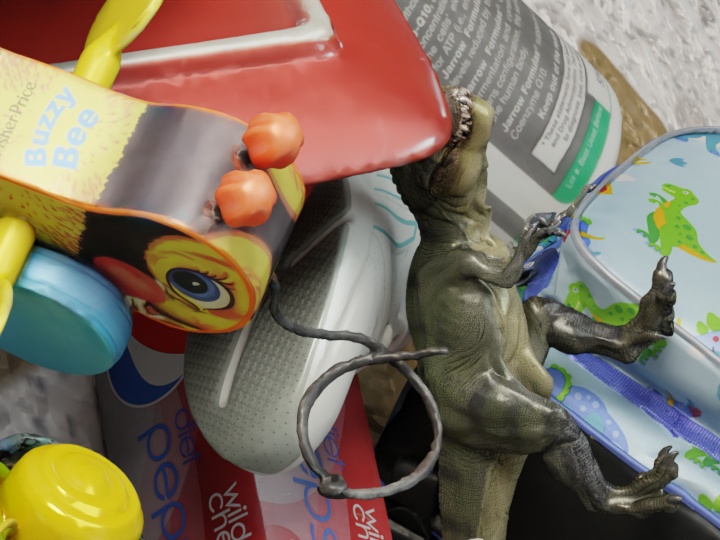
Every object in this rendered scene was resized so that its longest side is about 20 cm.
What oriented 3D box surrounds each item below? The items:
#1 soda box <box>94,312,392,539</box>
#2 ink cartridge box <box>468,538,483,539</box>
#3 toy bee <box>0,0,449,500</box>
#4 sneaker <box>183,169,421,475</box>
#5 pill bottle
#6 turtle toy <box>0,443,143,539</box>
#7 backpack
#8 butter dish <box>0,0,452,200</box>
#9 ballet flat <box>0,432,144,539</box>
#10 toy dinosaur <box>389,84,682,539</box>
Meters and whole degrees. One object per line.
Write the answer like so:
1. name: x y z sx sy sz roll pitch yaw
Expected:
1. soda box: -0.040 0.058 0.935 0.070 0.063 0.201 21 47 -46
2. ink cartridge box: 0.038 0.201 0.836 0.200 0.144 0.084 49 25 -15
3. toy bee: -0.057 -0.025 0.716 0.199 0.109 0.131 7 66 -16
4. sneaker: 0.000 0.000 0.914 0.080 0.070 0.201 46 34 -23
5. pill bottle: -0.003 -0.085 1.064 0.200 0.113 0.113 39 36 -30
6. turtle toy: -0.155 0.089 0.689 0.101 0.146 0.200 46 27 19
7. backpack: 0.126 0.043 0.988 0.183 0.147 0.200 36 32 5
8. butter dish: -0.100 -0.051 0.874 0.199 0.148 0.200 -11 50 -21
9. ballet flat: -0.072 0.107 0.767 0.074 0.074 0.200 33 7 -35
10. toy dinosaur: 0.054 0.039 0.873 0.047 0.088 0.201 -85 174 -78
